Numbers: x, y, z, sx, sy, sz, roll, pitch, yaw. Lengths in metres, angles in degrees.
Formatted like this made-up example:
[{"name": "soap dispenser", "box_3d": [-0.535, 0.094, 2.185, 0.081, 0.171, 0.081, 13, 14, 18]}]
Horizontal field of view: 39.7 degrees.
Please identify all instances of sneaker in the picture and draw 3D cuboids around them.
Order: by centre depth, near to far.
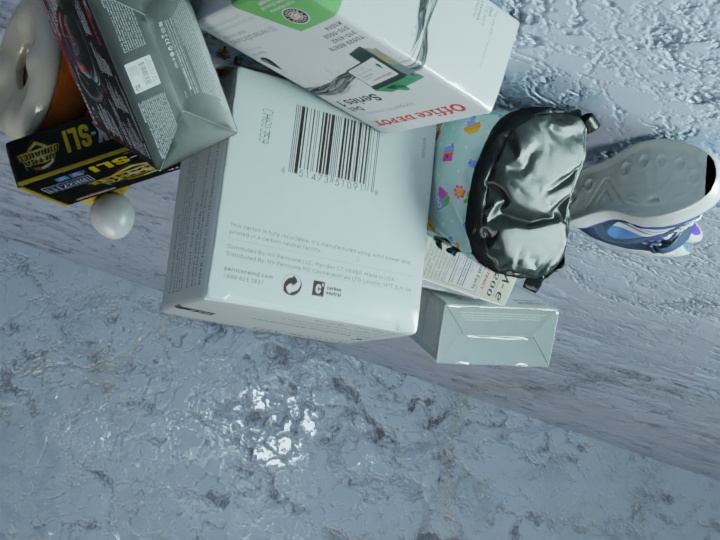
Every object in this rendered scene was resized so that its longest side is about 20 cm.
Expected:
[{"name": "sneaker", "box_3d": [0.299, -0.063, 0.952, 0.146, 0.081, 0.200, 14, 168, -31]}]

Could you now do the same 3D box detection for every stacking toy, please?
[{"name": "stacking toy", "box_3d": [-0.264, -0.192, 1.037, 0.199, 0.147, 0.146, 8, 176, -37]}, {"name": "stacking toy", "box_3d": [-0.306, -0.125, 1.134, 0.145, 0.201, 0.146, -17, 162, -6]}]

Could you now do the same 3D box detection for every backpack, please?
[{"name": "backpack", "box_3d": [0.113, -0.085, 0.927, 0.126, 0.168, 0.200, 15, -174, -23]}]

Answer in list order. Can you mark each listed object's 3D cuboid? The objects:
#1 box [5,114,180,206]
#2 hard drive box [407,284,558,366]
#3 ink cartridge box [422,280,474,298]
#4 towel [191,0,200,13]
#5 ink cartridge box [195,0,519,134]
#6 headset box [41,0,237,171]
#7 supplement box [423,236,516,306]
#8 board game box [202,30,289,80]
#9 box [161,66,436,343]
[{"name": "box", "box_3d": [-0.234, -0.125, 1.008, 0.199, 0.050, 0.160, -18, 176, -2]}, {"name": "hard drive box", "box_3d": [0.137, 0.055, 1.286, 0.155, 0.077, 0.200, 4, -167, -18]}, {"name": "ink cartridge box", "box_3d": [0.080, -0.031, 1.262, 0.199, 0.084, 0.145, 12, -169, 21]}, {"name": "towel", "box_3d": [-0.111, -0.210, 0.940, 0.192, 0.035, 0.200, 27, 164, -39]}, {"name": "ink cartridge box", "box_3d": [-0.002, -0.188, 0.760, 0.199, 0.085, 0.146, 25, 166, -31]}, {"name": "headset box", "box_3d": [-0.191, -0.182, 0.812, 0.200, 0.075, 0.149, 31, 145, 55]}, {"name": "supplement box", "box_3d": [0.072, -0.043, 1.086, 0.199, 0.074, 0.126, 18, -161, -5]}, {"name": "board game box", "box_3d": [-0.080, -0.168, 0.954, 0.126, 0.035, 0.200, 14, 171, 7]}, {"name": "box", "box_3d": [-0.055, -0.049, 0.886, 0.198, 0.201, 0.131, 11, 169, -25]}]
